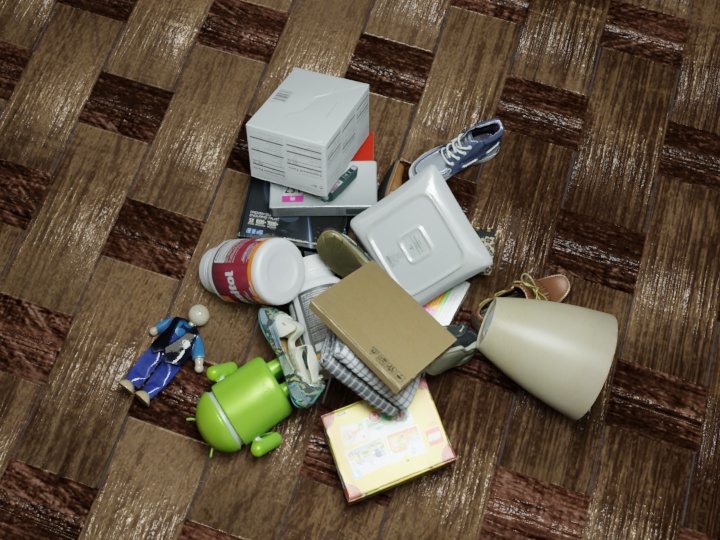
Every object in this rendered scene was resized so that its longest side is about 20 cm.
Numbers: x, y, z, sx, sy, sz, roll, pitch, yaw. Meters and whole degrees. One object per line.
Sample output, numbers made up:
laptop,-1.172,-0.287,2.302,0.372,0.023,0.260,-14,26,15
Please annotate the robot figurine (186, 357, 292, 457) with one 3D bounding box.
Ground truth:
robot figurine,-0.197,0.231,1.392,0.198,0.116,0.177,-33,78,-10

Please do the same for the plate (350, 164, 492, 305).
plate,0.099,-0.047,1.409,0.198,0.032,0.202,-32,92,27

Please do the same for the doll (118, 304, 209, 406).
doll,-0.339,0.147,1.458,0.135,0.049,0.201,28,67,19

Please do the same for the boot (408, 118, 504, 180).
boot,0.184,-0.233,1.565,0.197,0.091,0.074,-26,72,-9

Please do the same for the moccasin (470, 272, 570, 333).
moccasin,0.294,0.053,1.469,0.197,0.078,0.075,-15,68,-10

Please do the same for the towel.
towel,0.024,0.122,1.356,0.165,0.085,0.202,38,41,-19

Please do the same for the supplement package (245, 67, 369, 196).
supplement package,-0.090,-0.250,1.442,0.153,0.112,0.201,16,46,16

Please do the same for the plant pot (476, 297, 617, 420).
plant pot,0.305,0.126,1.376,0.197,0.188,0.190,23,72,1

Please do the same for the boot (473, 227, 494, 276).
boot,0.172,-0.075,1.513,0.147,0.074,0.203,10,46,-6

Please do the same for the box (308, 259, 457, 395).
box,0.038,0.084,1.289,0.200,0.021,0.163,43,45,17

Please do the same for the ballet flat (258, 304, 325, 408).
ballet flat,-0.110,0.130,1.364,0.073,0.075,0.202,-24,67,-8

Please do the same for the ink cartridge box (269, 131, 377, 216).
ink cartridge box,-0.067,-0.187,1.487,0.195,0.044,0.177,-1,70,-1

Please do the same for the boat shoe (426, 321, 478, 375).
boat shoe,0.150,0.131,1.397,0.072,0.199,0.068,-47,72,25

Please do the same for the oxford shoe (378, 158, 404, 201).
oxford shoe,0.063,-0.124,1.538,0.070,0.071,0.203,20,57,-13

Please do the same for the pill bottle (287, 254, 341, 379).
pill bottle,-0.066,0.082,1.443,0.114,0.117,0.204,-15,72,-5

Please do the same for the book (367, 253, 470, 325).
book,0.086,0.040,1.496,0.197,0.048,0.135,29,74,12

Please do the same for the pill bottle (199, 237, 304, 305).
pill bottle,-0.198,0.001,1.431,0.198,0.112,0.115,0,63,47

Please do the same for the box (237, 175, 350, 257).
box,-0.117,-0.109,1.526,0.195,0.086,0.167,10,70,4

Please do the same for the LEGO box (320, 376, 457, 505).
LEGO box,0.046,0.293,1.389,0.196,0.077,0.151,-19,72,-7

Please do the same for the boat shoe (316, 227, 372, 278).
boat shoe,-0.001,0.000,1.438,0.071,0.066,0.201,-35,109,20
